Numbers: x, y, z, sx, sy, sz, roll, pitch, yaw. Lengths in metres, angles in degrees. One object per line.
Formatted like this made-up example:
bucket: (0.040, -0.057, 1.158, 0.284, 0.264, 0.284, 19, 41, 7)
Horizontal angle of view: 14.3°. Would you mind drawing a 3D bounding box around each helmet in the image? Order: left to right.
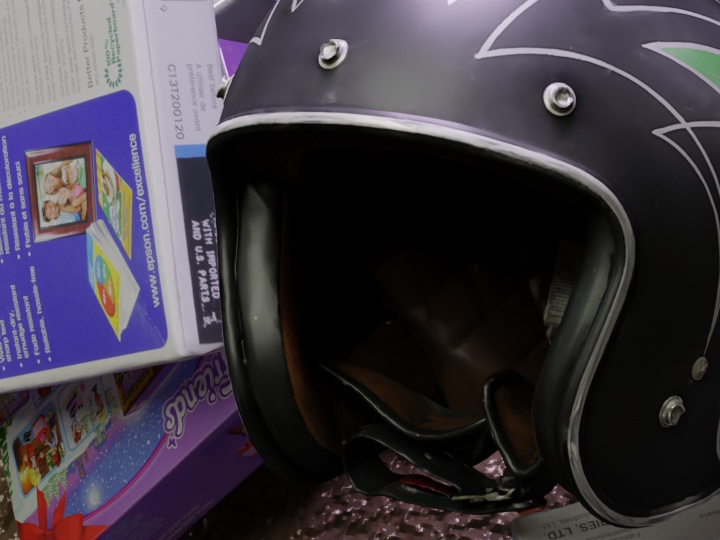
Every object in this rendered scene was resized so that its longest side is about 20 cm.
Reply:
helmet: (0.048, -0.024, 0.929, 0.200, 0.200, 0.191, 2, 103, 31)

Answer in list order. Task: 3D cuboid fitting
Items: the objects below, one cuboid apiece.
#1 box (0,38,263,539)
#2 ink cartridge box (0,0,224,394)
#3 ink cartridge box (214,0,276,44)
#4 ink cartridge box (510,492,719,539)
box: (-0.078, 0.024, 1.115, 0.200, 0.039, 0.137, -42, 52, 40)
ink cartridge box: (-0.124, -0.055, 1.096, 0.200, 0.043, 0.198, -11, 86, 49)
ink cartridge box: (-0.084, -0.121, 1.262, 0.200, 0.084, 0.145, -37, 48, 4)
ink cartridge box: (0.134, 0.147, 0.902, 0.119, 0.042, 0.200, -15, 47, -8)
